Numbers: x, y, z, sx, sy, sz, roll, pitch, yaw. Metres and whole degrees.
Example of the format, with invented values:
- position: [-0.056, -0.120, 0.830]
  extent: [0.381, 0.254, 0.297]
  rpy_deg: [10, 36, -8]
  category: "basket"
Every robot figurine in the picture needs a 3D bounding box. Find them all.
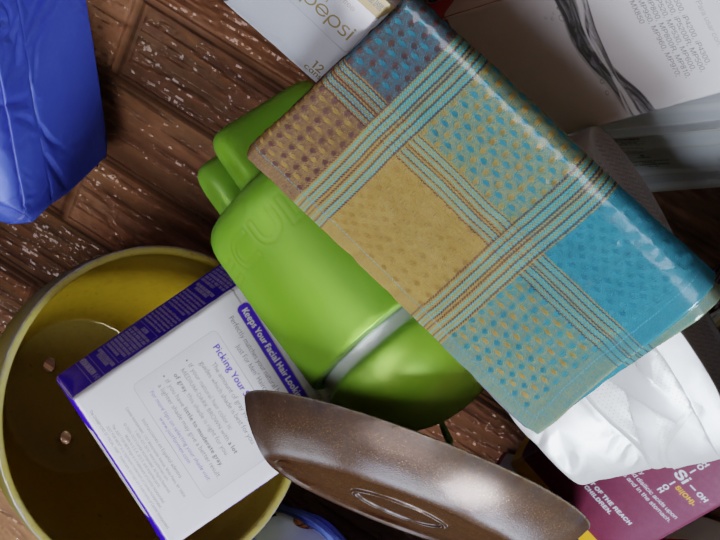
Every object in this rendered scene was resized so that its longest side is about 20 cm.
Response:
- position: [0.000, 0.000, 1.313]
  extent: [0.200, 0.115, 0.176]
  rpy_deg: [52, 153, 10]
  category: "robot figurine"

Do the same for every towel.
- position: [0.056, -0.024, 1.155]
  extent: [0.200, 0.022, 0.147]
  rpy_deg: [44, 134, -7]
  category: "towel"

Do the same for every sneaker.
- position: [0.108, 0.028, 1.220]
  extent: [0.115, 0.074, 0.201]
  rpy_deg: [-16, 120, 22]
  category: "sneaker"

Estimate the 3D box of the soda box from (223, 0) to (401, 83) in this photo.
- position: [0.008, -0.170, 1.220]
  extent: [0.068, 0.200, 0.064]
  rpy_deg: [41, 125, -5]
  category: "soda box"

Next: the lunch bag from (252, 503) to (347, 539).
- position: [-0.020, 0.242, 1.579]
  extent: [0.160, 0.075, 0.201]
  rpy_deg: [5, 129, 60]
  category: "lunch bag"

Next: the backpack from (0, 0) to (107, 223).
- position: [-0.275, -0.118, 1.449]
  extent: [0.199, 0.168, 0.163]
  rpy_deg: [12, 120, 27]
  category: "backpack"

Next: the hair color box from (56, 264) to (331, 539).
- position: [-0.062, 0.055, 1.431]
  extent: [0.110, 0.200, 0.065]
  rpy_deg: [59, 172, -17]
  category: "hair color box"

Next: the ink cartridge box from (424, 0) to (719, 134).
- position: [0.130, -0.138, 1.212]
  extent: [0.199, 0.147, 0.083]
  rpy_deg: [-14, 115, 37]
  category: "ink cartridge box"

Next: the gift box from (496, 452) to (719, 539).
- position: [0.124, 0.236, 1.449]
  extent: [0.184, 0.200, 0.188]
  rpy_deg: [13, 126, 15]
  category: "gift box"

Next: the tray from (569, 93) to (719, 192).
- position: [0.153, -0.065, 1.295]
  extent: [0.199, 0.022, 0.107]
  rpy_deg: [-3, 156, 32]
  category: "tray"

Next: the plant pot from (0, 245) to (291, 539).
- position: [-0.153, 0.084, 1.521]
  extent: [0.201, 0.200, 0.142]
  rpy_deg: [58, 158, -17]
  category: "plant pot"

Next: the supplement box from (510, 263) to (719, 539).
- position: [0.191, 0.064, 1.343]
  extent: [0.086, 0.110, 0.200]
  rpy_deg: [46, 132, -8]
  category: "supplement box"

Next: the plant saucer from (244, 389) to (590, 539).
- position: [0.025, 0.116, 1.333]
  extent: [0.199, 0.032, 0.200]
  rpy_deg: [20, 167, 5]
  category: "plant saucer"
